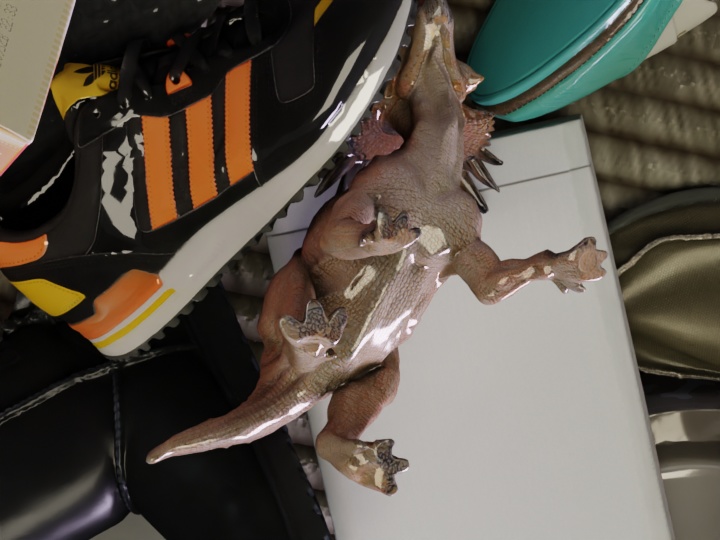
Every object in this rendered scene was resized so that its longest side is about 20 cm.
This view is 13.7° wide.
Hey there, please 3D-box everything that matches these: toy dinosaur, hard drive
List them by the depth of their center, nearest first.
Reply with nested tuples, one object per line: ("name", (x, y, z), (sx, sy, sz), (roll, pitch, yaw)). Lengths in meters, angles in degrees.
("toy dinosaur", (0.000, 0.000, 1.102), (0.086, 0.136, 0.200), (40, 91, -25))
("hard drive", (0.045, 0.051, 1.184), (0.131, 0.027, 0.201), (-12, 97, 8))

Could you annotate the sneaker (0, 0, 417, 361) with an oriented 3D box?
("sneaker", (-0.063, -0.058, 1.090), (0.090, 0.070, 0.200), (34, 114, -21))

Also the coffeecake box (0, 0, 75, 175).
("coffeecake box", (-0.162, -0.075, 1.023), (0.073, 0.154, 0.200), (25, 146, -18))

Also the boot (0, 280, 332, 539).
("boot", (-0.103, 0.089, 1.144), (0.162, 0.199, 0.074), (-23, 145, -6))

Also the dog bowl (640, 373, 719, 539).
("dog bowl", (0.131, 0.132, 1.265), (0.199, 0.059, 0.201), (-3, 117, -5))

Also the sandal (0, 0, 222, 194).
("sandal", (-0.116, -0.092, 1.127), (0.075, 0.048, 0.200), (24, 126, -31))

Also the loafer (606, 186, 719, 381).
("loafer", (0.181, 0.014, 1.205), (0.199, 0.070, 0.076), (0, 117, -7))

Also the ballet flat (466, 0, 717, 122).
("ballet flat", (0.119, -0.128, 1.131), (0.070, 0.067, 0.200), (18, 116, -36))

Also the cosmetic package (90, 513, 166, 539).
("cosmetic package", (-0.105, 0.175, 1.219), (0.200, 0.113, 0.081), (-36, 133, 10))
